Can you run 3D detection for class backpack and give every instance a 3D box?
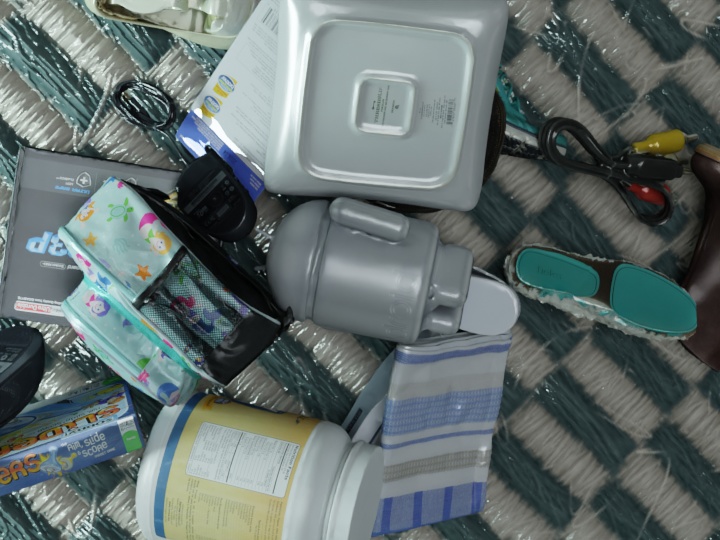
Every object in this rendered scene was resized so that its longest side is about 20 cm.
[{"bbox_3d":[-0.175,0.018,1.282,0.150,0.178,0.200,-42,90,-5],"label":"backpack"}]

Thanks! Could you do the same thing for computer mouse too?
[{"bbox_3d":[-0.356,0.127,1.331,0.200,0.138,0.053,-46,126,-34],"label":"computer mouse"},{"bbox_3d":[-0.161,-0.102,1.356,0.059,0.034,0.200,-41,70,8],"label":"computer mouse"}]

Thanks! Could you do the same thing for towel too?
[{"bbox_3d":[0.078,0.155,1.426,0.146,0.024,0.201,-4,110,-38],"label":"towel"}]

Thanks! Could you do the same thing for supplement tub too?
[{"bbox_3d":[-0.090,0.198,1.352,0.199,0.145,0.146,12,94,12],"label":"supplement tub"}]

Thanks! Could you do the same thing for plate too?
[{"bbox_3d":[0.021,-0.148,1.293,0.198,0.032,0.201,5,113,-6],"label":"plate"}]

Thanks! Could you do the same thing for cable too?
[{"bbox_3d":[0.248,-0.099,1.451,0.199,0.050,0.098,7,106,-26],"label":"cable"}]

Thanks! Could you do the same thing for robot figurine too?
[{"bbox_3d":[0.000,0.000,1.344,0.198,0.113,0.170,11,136,3],"label":"robot figurine"}]

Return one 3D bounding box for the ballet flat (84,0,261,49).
[{"bbox_3d":[-0.156,-0.243,1.364,0.198,0.069,0.070,5,95,-12],"label":"ballet flat"}]

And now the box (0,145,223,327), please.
[{"bbox_3d":[-0.230,-0.023,1.380,0.199,0.046,0.160,9,93,-13],"label":"box"}]

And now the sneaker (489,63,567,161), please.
[{"bbox_3d":[0.120,-0.169,1.425,0.199,0.077,0.080,30,81,-13],"label":"sneaker"}]

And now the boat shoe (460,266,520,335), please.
[{"bbox_3d":[0.059,0.010,1.434,0.199,0.068,0.072,14,99,6],"label":"boat shoe"}]

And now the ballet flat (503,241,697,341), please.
[{"bbox_3d":[0.234,0.020,1.462,0.199,0.072,0.072,19,92,-2],"label":"ballet flat"}]

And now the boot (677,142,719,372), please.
[{"bbox_3d":[0.354,-0.011,1.475,0.166,0.072,0.200,-48,116,-1],"label":"boot"}]

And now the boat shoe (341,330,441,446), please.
[{"bbox_3d":[0.029,0.148,1.444,0.065,0.074,0.201,33,99,-17],"label":"boat shoe"}]

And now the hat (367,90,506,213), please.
[{"bbox_3d":[0.032,-0.125,1.368,0.199,0.081,0.202,7,121,11],"label":"hat"}]

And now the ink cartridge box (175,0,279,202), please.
[{"bbox_3d":[-0.075,-0.165,1.352,0.119,0.042,0.200,44,107,23],"label":"ink cartridge box"}]

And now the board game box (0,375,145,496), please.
[{"bbox_3d":[-0.299,0.157,1.339,0.199,0.135,0.035,-18,105,-10],"label":"board game box"}]
